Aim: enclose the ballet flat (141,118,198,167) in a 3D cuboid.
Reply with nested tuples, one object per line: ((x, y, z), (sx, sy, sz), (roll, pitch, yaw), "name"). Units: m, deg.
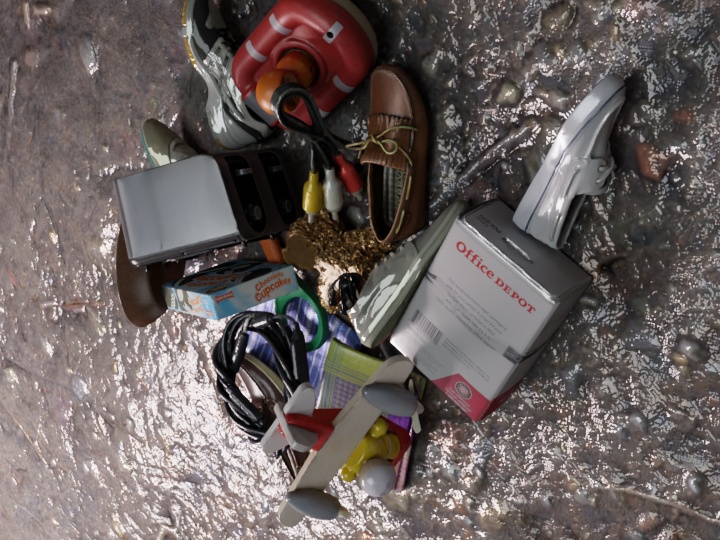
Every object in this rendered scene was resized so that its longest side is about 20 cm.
((-0.235, -0.122, 1.405), (0.069, 0.069, 0.201), (-13, 104, 43), "ballet flat")

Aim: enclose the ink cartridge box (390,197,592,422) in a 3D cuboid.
((0.140, 0.044, 1.129), (0.146, 0.085, 0.200), (43, 132, 20), "ink cartridge box")

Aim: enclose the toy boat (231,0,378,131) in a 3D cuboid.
((-0.075, -0.224, 1.154), (0.130, 0.131, 0.200), (40, 136, -12), "toy boat")

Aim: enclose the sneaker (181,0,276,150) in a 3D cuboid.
((-0.158, -0.257, 1.285), (0.087, 0.076, 0.201), (-11, 104, 27), "sneaker")

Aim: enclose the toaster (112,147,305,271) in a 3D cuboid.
((-0.193, -0.078, 1.275), (0.199, 0.181, 0.119), (-12, 93, 25), "toaster")

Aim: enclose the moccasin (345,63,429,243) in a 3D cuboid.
((0.031, -0.130, 1.154), (0.073, 0.078, 0.202), (20, 120, 34), "moccasin")

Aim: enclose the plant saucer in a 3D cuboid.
((-0.283, -0.020, 1.415), (0.036, 0.200, 0.201), (4, 113, 11), "plant saucer")

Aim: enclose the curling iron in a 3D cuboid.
((0.021, 0.084, 1.231), (0.049, 0.026, 0.200), (-30, 113, 7), "curling iron")

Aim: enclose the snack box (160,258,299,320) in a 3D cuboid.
((-0.174, 0.022, 1.329), (0.200, 0.116, 0.037), (6, 114, 61), "snack box")

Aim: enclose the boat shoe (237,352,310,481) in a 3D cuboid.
((-0.125, 0.208, 1.426), (0.200, 0.072, 0.072), (55, 155, 5), "boat shoe")

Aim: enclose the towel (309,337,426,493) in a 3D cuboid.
((0.006, 0.193, 1.332), (0.143, 0.023, 0.201), (20, 121, 19), "towel")

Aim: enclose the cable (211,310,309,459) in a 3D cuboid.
((-0.135, 0.154, 1.362), (0.163, 0.051, 0.201), (-5, 92, 37), "cable")

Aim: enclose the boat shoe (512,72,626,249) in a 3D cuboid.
((0.222, -0.104, 1.013), (0.065, 0.074, 0.200), (39, 139, 16), "boat shoe")

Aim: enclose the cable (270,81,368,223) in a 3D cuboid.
((-0.038, -0.137, 1.152), (0.050, 0.097, 0.200), (58, 170, 34), "cable")

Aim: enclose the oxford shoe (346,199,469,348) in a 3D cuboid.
((0.051, -0.003, 1.154), (0.058, 0.075, 0.200), (41, 103, 18), "oxford shoe")

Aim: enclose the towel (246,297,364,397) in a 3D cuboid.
((-0.083, 0.100, 1.389), (0.200, 0.024, 0.145), (34, 126, 27), "towel")

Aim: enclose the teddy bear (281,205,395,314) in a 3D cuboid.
((0.000, 0.000, 1.256), (0.199, 0.067, 0.145), (23, 131, 25), "teddy bear")

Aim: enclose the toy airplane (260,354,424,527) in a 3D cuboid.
((-0.014, 0.205, 1.193), (0.141, 0.199, 0.200), (47, 154, 33), "toy airplane")

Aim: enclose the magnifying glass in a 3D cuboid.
((-0.099, 0.014, 1.355), (0.079, 0.022, 0.201), (-28, 84, 38), "magnifying glass")
